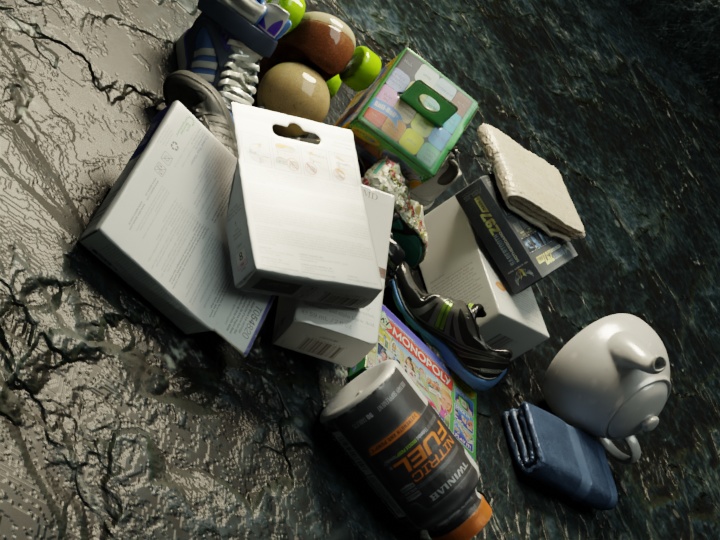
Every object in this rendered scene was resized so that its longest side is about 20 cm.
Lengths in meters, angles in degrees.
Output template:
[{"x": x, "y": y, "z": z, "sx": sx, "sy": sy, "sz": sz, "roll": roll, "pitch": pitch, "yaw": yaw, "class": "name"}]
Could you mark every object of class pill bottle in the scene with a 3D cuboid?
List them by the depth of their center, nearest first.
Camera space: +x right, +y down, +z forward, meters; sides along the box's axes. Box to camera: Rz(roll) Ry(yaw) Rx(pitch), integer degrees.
[{"x": 0.055, "y": 0.202, "z": 1.394, "sx": 0.200, "sy": 0.106, "sz": 0.106, "roll": 52, "pitch": 27, "yaw": -8, "class": "pill bottle"}]

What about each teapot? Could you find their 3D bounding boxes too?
[{"x": 0.363, "y": 0.171, "z": 1.834, "sx": 0.200, "sy": 0.197, "sz": 0.146, "roll": 16, "pitch": 29, "yaw": -52, "class": "teapot"}]

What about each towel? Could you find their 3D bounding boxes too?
[{"x": 0.270, "y": 0.254, "z": 1.757, "sx": 0.200, "sy": 0.049, "sz": 0.112, "roll": 31, "pitch": 36, "yaw": -41, "class": "towel"}, {"x": 0.234, "y": -0.116, "z": 1.797, "sx": 0.200, "sy": 0.034, "sz": 0.133, "roll": 26, "pitch": 37, "yaw": -47, "class": "towel"}]

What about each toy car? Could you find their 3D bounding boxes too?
[{"x": -0.093, "y": -0.218, "z": 1.637, "sx": 0.164, "sy": 0.158, "sz": 0.200, "roll": 32, "pitch": 64, "yaw": -33, "class": "toy car"}]

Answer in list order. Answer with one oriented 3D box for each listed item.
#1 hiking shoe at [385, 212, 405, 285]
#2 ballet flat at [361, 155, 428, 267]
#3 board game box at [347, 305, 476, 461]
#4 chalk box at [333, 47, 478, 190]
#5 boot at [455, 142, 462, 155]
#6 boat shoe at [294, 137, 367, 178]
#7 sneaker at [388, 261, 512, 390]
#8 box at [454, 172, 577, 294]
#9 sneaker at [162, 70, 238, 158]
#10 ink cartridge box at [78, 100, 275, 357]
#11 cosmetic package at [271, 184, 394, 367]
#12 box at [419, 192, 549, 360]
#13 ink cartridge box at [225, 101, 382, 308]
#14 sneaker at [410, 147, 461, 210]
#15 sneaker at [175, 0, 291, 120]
[{"x": 0.000, "y": 0.000, "z": 1.532, "sx": 0.076, "sy": 0.101, "sz": 0.200, "roll": 43, "pitch": 29, "yaw": -25, "class": "hiking shoe"}, {"x": 0.052, "y": -0.074, "z": 1.661, "sx": 0.064, "sy": 0.076, "sz": 0.200, "roll": -64, "pitch": 155, "yaw": -20, "class": "ballet flat"}, {"x": 0.067, "y": 0.139, "z": 1.569, "sx": 0.200, "sy": 0.029, "sz": 0.135, "roll": 43, "pitch": 30, "yaw": -24, "class": "board game box"}, {"x": 0.055, "y": -0.186, "z": 1.661, "sx": 0.124, "sy": 0.200, "sz": 0.124, "roll": 37, "pitch": 72, "yaw": -10, "class": "chalk box"}, {"x": 0.076, "y": -0.223, "z": 1.941, "sx": 0.198, "sy": 0.073, "sz": 0.163, "roll": 54, "pitch": 28, "yaw": -20, "class": "boot"}, {"x": -0.027, "y": -0.114, "z": 1.625, "sx": 0.201, "sy": 0.063, "sz": 0.074, "roll": 24, "pitch": 71, "yaw": -59, "class": "boat shoe"}, {"x": 0.112, "y": 0.060, "z": 1.647, "sx": 0.200, "sy": 0.083, "sz": 0.071, "roll": 45, "pitch": 8, "yaw": 9, "class": "sneaker"}, {"x": 0.217, "y": -0.060, "z": 1.798, "sx": 0.158, "sy": 0.051, "sz": 0.200, "roll": 58, "pitch": 25, "yaw": 4, "class": "box"}, {"x": -0.167, "y": -0.124, "z": 1.437, "sx": 0.200, "sy": 0.060, "sz": 0.104, "roll": 59, "pitch": 23, "yaw": -9, "class": "sneaker"}, {"x": -0.162, "y": -0.039, "z": 1.324, "sx": 0.200, "sy": 0.041, "sz": 0.200, "roll": 44, "pitch": 45, "yaw": -22, "class": "ink cartridge box"}, {"x": -0.028, "y": -0.003, "z": 1.440, "sx": 0.102, "sy": 0.074, "sz": 0.200, "roll": 18, "pitch": 58, "yaw": -18, "class": "cosmetic package"}, {"x": 0.159, "y": 0.015, "z": 1.784, "sx": 0.124, "sy": 0.097, "sz": 0.200, "roll": 25, "pitch": 40, "yaw": -46, "class": "box"}, {"x": -0.066, "y": -0.066, "z": 1.366, "sx": 0.162, "sy": 0.057, "sz": 0.200, "roll": 10, "pitch": 53, "yaw": -36, "class": "ink cartridge box"}, {"x": 0.068, "y": -0.158, "z": 1.806, "sx": 0.200, "sy": 0.115, "sz": 0.075, "roll": 22, "pitch": 42, "yaw": -49, "class": "sneaker"}, {"x": -0.140, "y": -0.245, "z": 1.524, "sx": 0.081, "sy": 0.146, "sz": 0.200, "roll": 26, "pitch": 39, "yaw": -45, "class": "sneaker"}]
